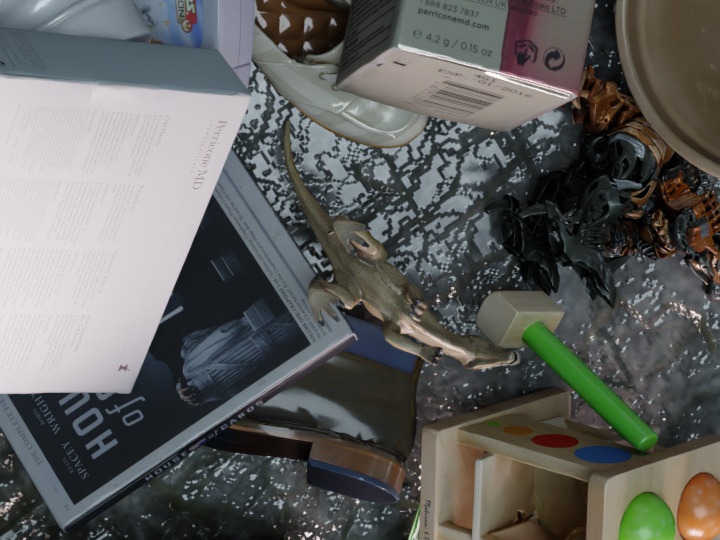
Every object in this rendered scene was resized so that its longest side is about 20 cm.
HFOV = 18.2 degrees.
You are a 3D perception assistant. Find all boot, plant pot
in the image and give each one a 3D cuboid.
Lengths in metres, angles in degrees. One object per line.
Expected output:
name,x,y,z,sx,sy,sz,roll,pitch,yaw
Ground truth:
boot,-0.057,0.061,1.338,0.199,0.075,0.097,21,72,-3
plant pot,0.254,-0.147,1.302,0.199,0.093,0.203,1,93,20

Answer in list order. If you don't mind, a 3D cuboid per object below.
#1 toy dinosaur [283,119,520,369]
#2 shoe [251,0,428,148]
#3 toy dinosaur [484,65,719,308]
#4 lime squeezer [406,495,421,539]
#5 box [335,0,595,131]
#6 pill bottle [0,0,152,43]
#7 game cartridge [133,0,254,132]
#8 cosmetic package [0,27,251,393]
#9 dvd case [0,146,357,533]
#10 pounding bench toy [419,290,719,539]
toy dinosaur,0.000,0.000,1.277,0.200,0.101,0.058,45,100,9
shoe,-0.037,-0.140,1.290,0.200,0.053,0.070,41,92,-15
toy dinosaur,0.150,-0.053,1.339,0.200,0.102,0.136,43,77,3
lime squeezer,0.021,0.221,1.367,0.037,0.071,0.201,16,91,-14
box,0.068,-0.191,1.231,0.108,0.128,0.202,13,82,-13
pill bottle,-0.198,-0.187,1.195,0.111,0.111,0.201,-32,88,-2
game cartridge,-0.119,-0.172,1.237,0.041,0.133,0.202,-19,109,-48
cosmetic package,-0.161,-0.026,1.173,0.150,0.052,0.201,4,124,-35
dvd case,-0.124,0.033,1.289,0.199,0.025,0.151,-34,73,-3
pounding bench toy,0.132,0.119,1.303,0.124,0.155,0.202,-11,107,-44
